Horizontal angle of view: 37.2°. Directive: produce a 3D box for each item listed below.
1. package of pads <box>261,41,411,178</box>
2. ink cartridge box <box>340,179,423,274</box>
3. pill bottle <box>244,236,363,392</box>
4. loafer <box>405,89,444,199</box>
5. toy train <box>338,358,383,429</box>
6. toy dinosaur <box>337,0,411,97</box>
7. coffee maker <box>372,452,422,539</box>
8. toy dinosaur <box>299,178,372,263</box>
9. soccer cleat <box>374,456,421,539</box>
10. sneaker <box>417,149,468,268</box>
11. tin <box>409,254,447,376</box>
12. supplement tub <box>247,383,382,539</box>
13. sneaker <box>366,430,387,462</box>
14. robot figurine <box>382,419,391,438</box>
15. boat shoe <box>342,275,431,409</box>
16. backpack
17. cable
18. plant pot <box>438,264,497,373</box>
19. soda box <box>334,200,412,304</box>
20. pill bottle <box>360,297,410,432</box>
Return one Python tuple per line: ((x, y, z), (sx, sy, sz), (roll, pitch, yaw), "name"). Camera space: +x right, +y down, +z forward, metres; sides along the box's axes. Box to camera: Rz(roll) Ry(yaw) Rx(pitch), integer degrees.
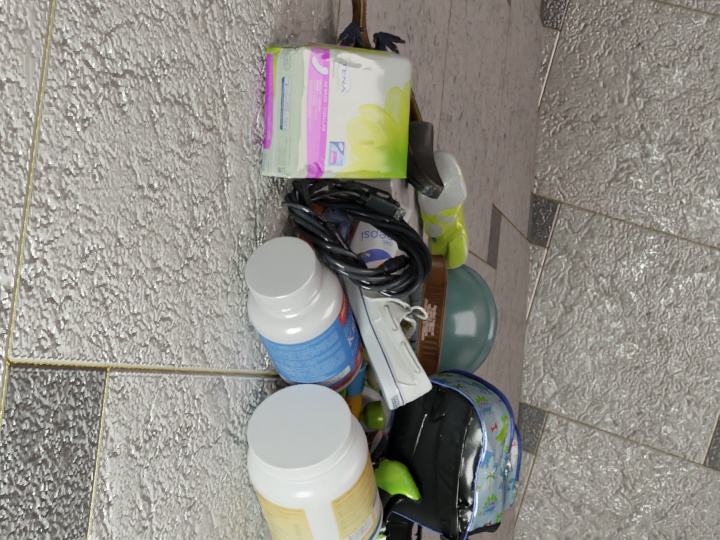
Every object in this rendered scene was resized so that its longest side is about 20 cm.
((-0.026, -0.188, 1.270), (0.199, 0.068, 0.156), (-4, 100, -45), "package of pads")
((0.033, -0.072, 1.583), (0.200, 0.082, 0.148), (-28, 120, -71), "ink cartridge box")
((-0.067, 0.054, 1.237), (0.201, 0.111, 0.113), (71, 29, -54), "pill bottle")
((0.075, -0.190, 1.551), (0.073, 0.072, 0.201), (18, 37, -50), "loafer")
((-0.021, 0.194, 1.391), (0.085, 0.114, 0.202), (-102, -167, -57), "toy train")
((0.014, -0.267, 1.458), (0.182, 0.104, 0.202), (105, -16, -71), "toy dinosaur")
((0.031, 0.380, 1.636), (0.192, 0.133, 0.202), (7, 87, -63), "coffee maker")
((-0.040, -0.097, 1.346), (0.200, 0.104, 0.183), (-4, 80, -63), "toy dinosaur")
((-0.012, 0.326, 1.387), (0.199, 0.081, 0.068), (-37, 154, -3), "soccer cleat")
((0.123, -0.107, 1.650), (0.105, 0.075, 0.202), (-97, -179, -59), "sneaker")
((0.090, 0.075, 1.552), (0.112, 0.041, 0.202), (141, -45, -81), "tin")
((-0.054, 0.247, 1.273), (0.145, 0.143, 0.201), (-69, 157, -43), "supplement tub")
((-0.019, 0.257, 1.527), (0.200, 0.080, 0.075), (-60, 134, -67), "sneaker")
((0.102, 0.228, 1.671), (0.169, 0.198, 0.114), (33, 66, -60), "robot figurine")
((0.041, 0.068, 1.311), (0.075, 0.085, 0.203), (76, -7, -53), "boat shoe")
((0.127, 0.240, 1.451), (0.146, 0.182, 0.202), (-6, 109, -47), "backpack")
((-0.008, -0.041, 1.263), (0.199, 0.051, 0.164), (17, 43, -34), "cable")
((0.099, 0.075, 1.687), (0.134, 0.199, 0.203), (14, 81, -57), "plant pot")
((0.000, 0.000, 1.419), (0.068, 0.063, 0.202), (152, -40, -75), "soda box")
((0.010, 0.115, 1.508), (0.112, 0.110, 0.201), (74, 26, -49), "pill bottle")
